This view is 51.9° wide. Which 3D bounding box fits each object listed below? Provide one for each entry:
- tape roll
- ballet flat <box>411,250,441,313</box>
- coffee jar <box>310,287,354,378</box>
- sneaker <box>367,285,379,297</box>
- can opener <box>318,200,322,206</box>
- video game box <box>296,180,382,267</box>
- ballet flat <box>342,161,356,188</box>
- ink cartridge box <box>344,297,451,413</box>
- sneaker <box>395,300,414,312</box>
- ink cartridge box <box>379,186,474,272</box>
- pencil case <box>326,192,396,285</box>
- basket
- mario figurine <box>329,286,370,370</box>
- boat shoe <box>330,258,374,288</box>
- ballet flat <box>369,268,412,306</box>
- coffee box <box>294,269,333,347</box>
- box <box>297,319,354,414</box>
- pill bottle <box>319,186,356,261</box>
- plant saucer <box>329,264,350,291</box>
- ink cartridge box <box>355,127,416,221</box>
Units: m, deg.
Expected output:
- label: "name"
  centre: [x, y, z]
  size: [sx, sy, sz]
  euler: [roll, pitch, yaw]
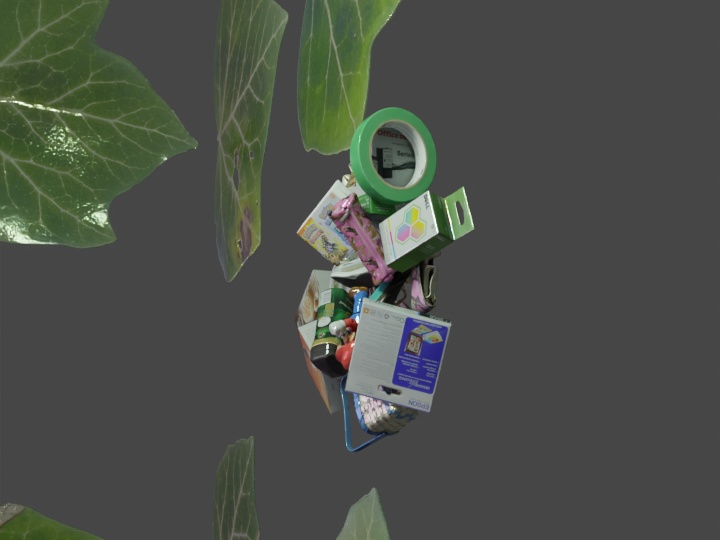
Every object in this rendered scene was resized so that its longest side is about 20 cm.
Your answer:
- label: "tape roll"
  centre: [0.073, -0.248, 1.610]
  size: [0.048, 0.195, 0.207]
  euler: [170, 103, -64]
- label: "ballet flat"
  centre: [0.141, -0.008, 1.594]
  size: [0.070, 0.068, 0.206]
  euler: [-18, 67, 45]
- label: "coffee jar"
  centre: [-0.063, 0.151, 1.790]
  size: [0.084, 0.104, 0.204]
  euler: [-16, 47, 29]
- label: "sneaker"
  centre: [0.037, 0.072, 1.794]
  size: [0.085, 0.076, 0.207]
  euler: [-173, 87, -65]
- label: "can opener"
  centre: [-0.028, -0.101, 1.840]
  size: [0.067, 0.197, 0.053]
  euler: [-62, -6, 32]
- label: "video game box"
  centre: [-0.037, -0.094, 1.776]
  size: [0.200, 0.181, 0.047]
  euler: [-44, 8, 48]
- label: "ballet flat"
  centre: [-0.013, -0.245, 1.954]
  size: [0.202, 0.069, 0.072]
  euler: [-59, 36, 40]
- label: "ink cartridge box"
  centre: [0.077, 0.180, 1.562]
  size: [0.043, 0.192, 0.206]
  euler: [-58, -19, -75]
- label: "sneaker"
  centre: [0.063, 0.124, 1.667]
  size: [0.199, 0.113, 0.081]
  euler: [5, 108, 65]
- label: "ink cartridge box"
  centre: [0.133, -0.091, 1.536]
  size: [0.198, 0.059, 0.106]
  euler: [-31, 54, 33]
- label: "pencil case"
  centre: [0.011, -0.067, 1.608]
  size: [0.082, 0.087, 0.202]
  euler: [-25, 103, 43]
- label: "basket"
  centre: [0.032, 0.301, 1.679]
  size: [0.197, 0.137, 0.181]
  euler: [-27, 59, 34]
- label: "mario figurine"
  centre: [-0.020, 0.139, 1.689]
  size: [0.107, 0.121, 0.203]
  euler: [122, 165, -46]
- label: "boat shoe"
  centre: [-0.001, -0.001, 1.763]
  size: [0.200, 0.073, 0.066]
  euler: [-14, 51, 57]
- label: "ballet flat"
  centre: [0.087, 0.022, 1.669]
  size: [0.202, 0.068, 0.067]
  euler: [-55, 23, -21]
- label: "coffee box"
  centre: [-0.118, 0.113, 2.131]
  size: [0.116, 0.078, 0.203]
  euler: [-112, 35, -44]
- label: "box"
  centre: [-0.075, 0.240, 1.925]
  size: [0.200, 0.104, 0.156]
  euler: [-130, 23, -57]
- label: "pill bottle"
  centre: [-0.036, -0.121, 1.941]
  size: [0.201, 0.109, 0.115]
  euler: [122, 143, -46]
- label: "plant saucer"
  centre: [-0.023, 0.071, 1.946]
  size: [0.199, 0.049, 0.207]
  euler: [16, 107, 63]
- label: "ink cartridge box"
  centre: [0.067, -0.219, 1.685]
  size: [0.083, 0.143, 0.207]
  euler: [-9, 79, 63]
